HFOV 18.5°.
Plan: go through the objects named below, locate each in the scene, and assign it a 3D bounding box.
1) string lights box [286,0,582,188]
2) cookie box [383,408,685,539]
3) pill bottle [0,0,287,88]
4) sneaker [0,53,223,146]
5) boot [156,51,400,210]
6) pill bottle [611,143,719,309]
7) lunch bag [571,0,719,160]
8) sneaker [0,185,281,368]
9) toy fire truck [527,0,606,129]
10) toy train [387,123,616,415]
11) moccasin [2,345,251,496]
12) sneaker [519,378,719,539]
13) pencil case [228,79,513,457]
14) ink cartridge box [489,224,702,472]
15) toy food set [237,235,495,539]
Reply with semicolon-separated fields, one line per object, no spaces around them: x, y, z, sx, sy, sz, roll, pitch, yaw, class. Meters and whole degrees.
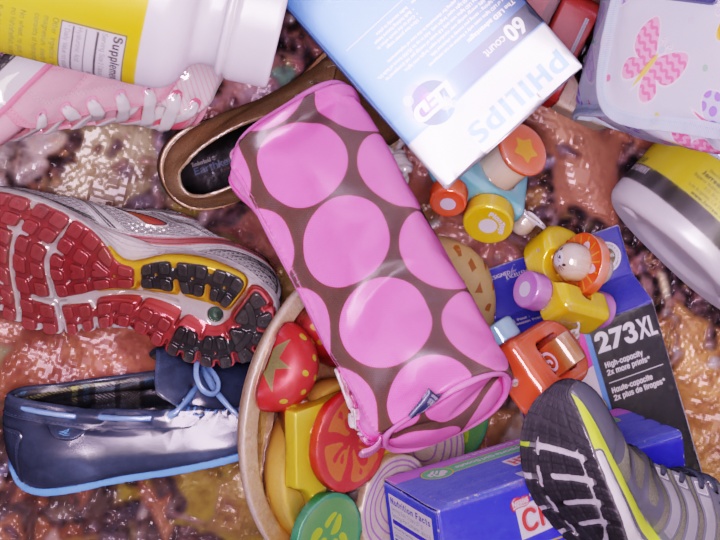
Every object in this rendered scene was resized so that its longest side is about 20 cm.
0.020;-0.153;1.220;0.103;0.059;0.200;-41;91;5;string lights box
0.111;0.200;1.285;0.171;0.075;0.201;-14;105;-25;cookie box
-0.136;-0.158;1.152;0.199;0.111;0.112;13;93;-4;pill bottle
-0.145;-0.103;1.247;0.200;0.075;0.105;-45;106;-26;sneaker
-0.021;-0.088;1.289;0.199;0.075;0.074;-27;97;-7;boot
0.254;-0.080;1.315;0.114;0.114;0.200;44;87;-11;pill bottle
0.191;-0.146;1.152;0.127;0.200;0.170;14;94;-9;lunch bag
-0.141;-0.001;1.284;0.199;0.082;0.078;19;113;4;sneaker
0.104;-0.199;1.284;0.199;0.129;0.177;26;91;1;toy fire truck
0.090;-0.011;1.269;0.056;0.150;0.200;-39;78;35;toy train
-0.110;0.078;1.285;0.199;0.080;0.068;-15;110;-9;moccasin
0.157;0.129;1.224;0.081;0.074;0.200;-48;123;-26;sneaker
0.000;0.000;1.195;0.093;0.091;0.200;-28;70;0;pencil case
0.147;0.082;1.355;0.094;0.037;0.201;-18;96;-7;ink cartridge box
0.006;0.085;1.279;0.200;0.049;0.199;-17;111;-46;toy food set
